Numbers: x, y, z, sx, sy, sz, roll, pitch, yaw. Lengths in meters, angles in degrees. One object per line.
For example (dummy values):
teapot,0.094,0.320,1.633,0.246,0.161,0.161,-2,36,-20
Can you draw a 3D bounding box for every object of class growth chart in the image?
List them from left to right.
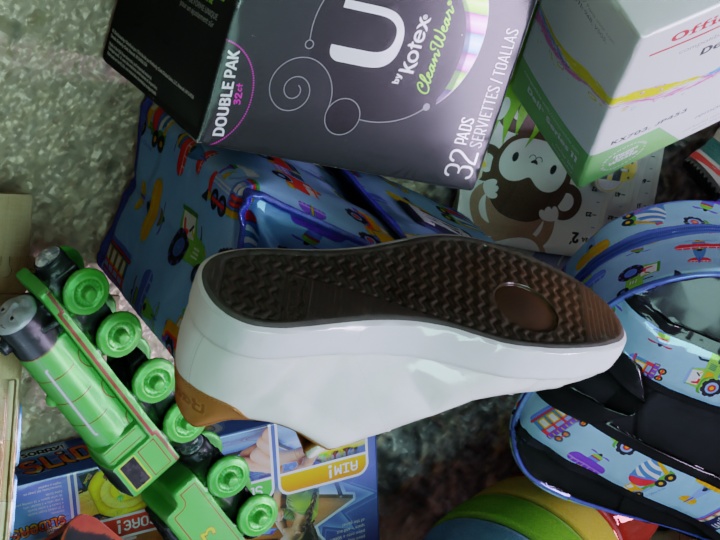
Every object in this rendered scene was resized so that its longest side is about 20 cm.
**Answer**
growth chart,0.106,-0.059,1.206,0.145,0.018,0.200,-5,113,-25

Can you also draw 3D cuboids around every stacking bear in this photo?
stacking bear,0.089,0.155,1.216,0.121,0.114,0.200,45,49,2

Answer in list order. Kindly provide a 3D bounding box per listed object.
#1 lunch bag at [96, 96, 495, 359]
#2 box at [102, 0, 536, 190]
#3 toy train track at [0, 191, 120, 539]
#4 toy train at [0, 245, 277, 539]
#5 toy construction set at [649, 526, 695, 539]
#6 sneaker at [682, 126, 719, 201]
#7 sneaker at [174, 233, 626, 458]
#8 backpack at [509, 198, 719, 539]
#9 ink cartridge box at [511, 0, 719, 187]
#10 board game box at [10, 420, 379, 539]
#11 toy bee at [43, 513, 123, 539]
lunch bag,0.000,0.000,1.087,0.200,0.151,0.094,11,106,-27
box,-0.005,-0.157,1.040,0.148,0.124,0.200,8,109,-30
toy train track,-0.174,0.062,1.086,0.115,0.033,0.200,1,97,-28
toy train,-0.105,0.069,1.088,0.056,0.042,0.200,-41,126,-10
toy construction set,0.216,0.170,1.281,0.131,0.200,0.092,-2,111,11
sneaker,0.268,-0.037,1.266,0.200,0.070,0.093,33,100,-31
sneaker,0.013,0.035,0.990,0.200,0.073,0.085,3,130,-24
backpack,0.168,0.042,1.162,0.200,0.135,0.183,17,128,-27
ink cartridge box,0.148,-0.126,1.080,0.117,0.067,0.200,-26,162,-14
board game box,-0.087,0.139,1.179,0.200,0.034,0.135,-12,116,-22
toy bee,-0.074,0.203,1.102,0.200,0.109,0.131,19,139,-2
